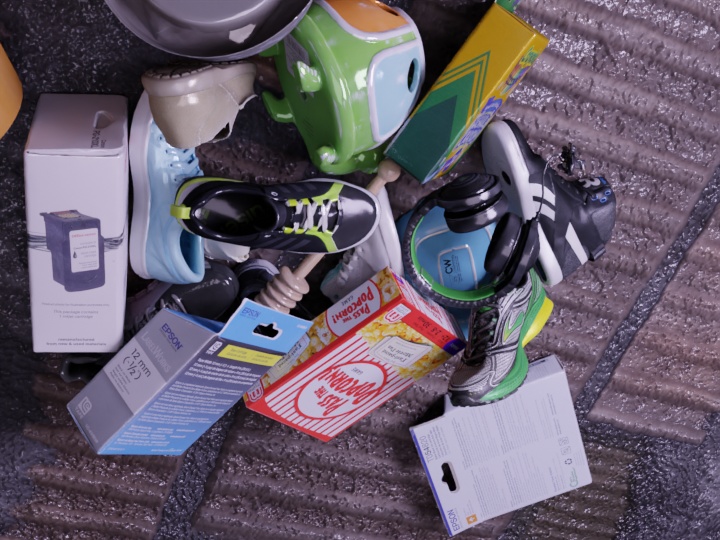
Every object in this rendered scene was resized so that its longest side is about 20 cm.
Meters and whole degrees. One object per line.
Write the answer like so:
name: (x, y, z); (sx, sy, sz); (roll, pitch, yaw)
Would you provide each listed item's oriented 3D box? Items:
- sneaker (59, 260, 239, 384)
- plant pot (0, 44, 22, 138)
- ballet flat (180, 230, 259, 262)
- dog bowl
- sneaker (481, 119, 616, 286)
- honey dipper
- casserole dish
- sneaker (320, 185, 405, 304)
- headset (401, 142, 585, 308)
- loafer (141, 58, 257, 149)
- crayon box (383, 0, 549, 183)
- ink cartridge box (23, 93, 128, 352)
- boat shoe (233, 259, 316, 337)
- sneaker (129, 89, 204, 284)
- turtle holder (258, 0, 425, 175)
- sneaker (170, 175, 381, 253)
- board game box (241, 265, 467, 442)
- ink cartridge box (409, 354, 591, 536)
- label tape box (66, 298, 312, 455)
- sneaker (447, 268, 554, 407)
sneaker: (-0.213, 0.068, 1.007); (0.199, 0.116, 0.075); (-23, 120, 13)
plant pot: (-0.380, -0.179, 0.812); (0.200, 0.201, 0.183); (-29, 138, 5)
ballet flat: (-0.104, -0.048, 1.011); (0.199, 0.068, 0.068); (-16, 122, -4)
dog bowl: (-0.120, -0.266, 0.833); (0.199, 0.059, 0.201); (0, 85, 3)
sneaker: (0.206, -0.092, 1.068); (0.112, 0.073, 0.201); (-31, 120, -10)
honey dipper: (-0.030, -0.031, 0.985); (0.038, 0.038, 0.200); (33, 109, -27)
casserole dish: (0.104, 0.008, 1.112); (0.121, 0.039, 0.201); (-16, 121, -5)
sneaker: (0.000, 0.000, 1.054); (0.088, 0.075, 0.201); (-6, 131, -1)
headset: (0.132, -0.051, 0.991); (0.200, 0.094, 0.124); (-38, 103, 25)
loafer: (-0.139, -0.146, 0.874); (0.075, 0.200, 0.069); (3, 105, 10)
crayon box: (0.112, -0.178, 0.951); (0.052, 0.126, 0.200); (39, 108, 7)
ink cartridge box: (-0.258, -0.047, 0.930); (0.084, 0.145, 0.201); (1, 119, -12)
boat shoe: (-0.067, 0.074, 1.091); (0.072, 0.068, 0.200); (-31, 122, 6)
sneaker: (-0.167, -0.081, 0.954); (0.082, 0.074, 0.201); (14, 116, 18)
turtle holder: (-0.007, -0.164, 0.927); (0.131, 0.141, 0.186); (-26, 112, -17)
sneaker: (-0.072, -0.044, 0.908); (0.199, 0.083, 0.072); (0, 104, -16)
board game box: (-0.006, 0.093, 1.054); (0.200, 0.046, 0.151); (-36, 144, 15)
ink cartridge box: (0.174, 0.219, 1.249); (0.199, 0.041, 0.200); (-20, 122, -1)
label tape box: (-0.158, 0.089, 0.961); (0.200, 0.066, 0.143); (-46, 157, 8)
sneaker: (0.134, 0.062, 1.045); (0.078, 0.200, 0.085); (-8, 126, 36)
